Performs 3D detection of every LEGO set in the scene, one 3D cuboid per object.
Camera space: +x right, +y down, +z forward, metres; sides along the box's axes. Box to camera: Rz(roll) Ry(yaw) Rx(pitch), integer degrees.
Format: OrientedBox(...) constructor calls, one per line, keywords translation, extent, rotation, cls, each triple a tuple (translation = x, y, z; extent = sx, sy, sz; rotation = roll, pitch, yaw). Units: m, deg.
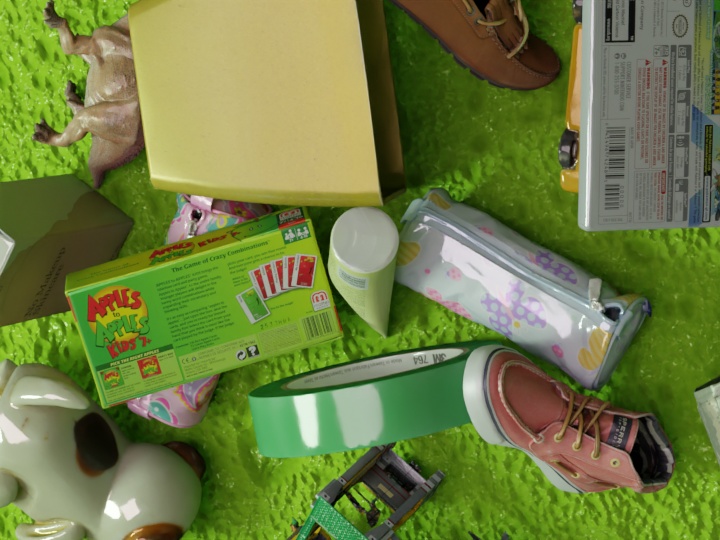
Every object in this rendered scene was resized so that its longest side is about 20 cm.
OrientedBox(translation=(0.038, 0.226, 1.740), extent=(0.199, 0.116, 0.155), rotation=(35, 138, 19), cls="LEGO set")

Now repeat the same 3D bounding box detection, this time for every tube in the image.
OrientedBox(translation=(0.000, 0.000, 1.673), extent=(0.051, 0.200, 0.059), rotation=(3, 75, -1), cls="tube")

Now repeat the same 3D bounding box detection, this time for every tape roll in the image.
OrientedBox(translation=(0.015, 0.097, 1.661), extent=(0.199, 0.200, 0.049), rotation=(-10, 94, 23), cls="tape roll")

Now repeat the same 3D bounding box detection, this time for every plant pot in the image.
OrientedBox(translation=(-0.071, -0.143, 1.646), extent=(0.175, 0.200, 0.202), rotation=(-7, 94, 8), cls="plant pot")

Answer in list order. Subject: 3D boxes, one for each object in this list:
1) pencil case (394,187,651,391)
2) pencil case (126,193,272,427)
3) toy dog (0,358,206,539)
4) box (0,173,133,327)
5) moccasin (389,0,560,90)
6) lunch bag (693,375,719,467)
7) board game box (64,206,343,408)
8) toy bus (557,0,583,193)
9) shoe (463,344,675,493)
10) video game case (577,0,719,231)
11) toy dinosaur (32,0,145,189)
OrientedBox(translation=(0.120, 0.013, 1.665), extent=(0.199, 0.091, 0.084), rotation=(29, 84, 19), cls="pencil case")
OrientedBox(translation=(-0.138, 0.024, 1.781), extent=(0.087, 0.087, 0.202), rotation=(24, 106, 18), cls="pencil case")
OrientedBox(translation=(-0.224, 0.159, 1.802), extent=(0.199, 0.140, 0.194), rotation=(32, 131, -16), cls="toy dog")
OrientedBox(translation=(-0.277, -0.016, 1.770), extent=(0.077, 0.200, 0.095), rotation=(35, 108, 15), cls="box")
OrientedBox(translation=(0.085, -0.201, 1.611), extent=(0.078, 0.074, 0.201), rotation=(-37, 127, 21), cls="moccasin")
OrientedBox(translation=(0.316, 0.136, 1.541), extent=(0.117, 0.200, 0.165), rotation=(-21, 88, 24), cls="lunch bag")
OrientedBox(translation=(-0.122, 0.028, 1.716), extent=(0.198, 0.048, 0.102), rotation=(-16, 108, -1), cls="board game box")
OrientedBox(translation=(0.194, -0.158, 1.620), extent=(0.064, 0.078, 0.202), rotation=(8, 100, 20), cls="toy bus")
OrientedBox(translation=(0.158, 0.111, 1.611), extent=(0.090, 0.200, 0.072), rotation=(-2, 62, 34), cls="shoe")
OrientedBox(translation=(0.246, -0.131, 1.575), extent=(0.180, 0.022, 0.202), rotation=(-2, 99, -14), cls="video game case")
OrientedBox(translation=(-0.188, -0.149, 1.784), extent=(0.134, 0.086, 0.202), rotation=(14, 108, 14), cls="toy dinosaur")
